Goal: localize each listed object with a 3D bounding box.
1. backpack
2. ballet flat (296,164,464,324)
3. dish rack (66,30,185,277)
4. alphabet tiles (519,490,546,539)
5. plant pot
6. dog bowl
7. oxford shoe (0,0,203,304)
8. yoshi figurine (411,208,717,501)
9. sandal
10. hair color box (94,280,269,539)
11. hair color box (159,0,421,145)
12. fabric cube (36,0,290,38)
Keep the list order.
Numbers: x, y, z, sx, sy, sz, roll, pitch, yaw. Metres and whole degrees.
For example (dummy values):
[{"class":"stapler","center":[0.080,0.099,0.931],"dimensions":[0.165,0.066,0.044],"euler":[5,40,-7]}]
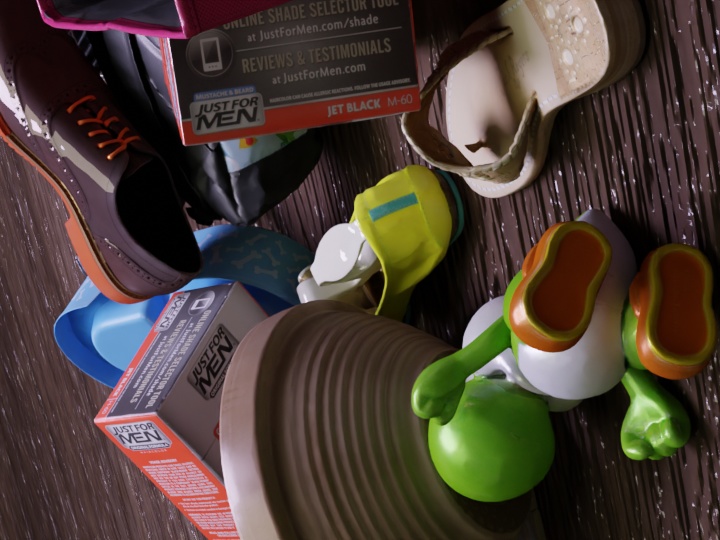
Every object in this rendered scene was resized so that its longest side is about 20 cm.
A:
[{"class":"backpack","center":[-0.096,-0.148,1.079],"dimensions":[0.201,0.153,0.163],"euler":[54,171,-24]},{"class":"ballet flat","center":[0.000,0.000,1.060],"dimensions":[0.067,0.066,0.200],"euler":[64,159,15]},{"class":"dish rack","center":[-0.153,-0.111,1.199],"dimensions":[0.054,0.154,0.201],"euler":[2,137,21]},{"class":"alphabet tiles","center":[0.056,0.131,1.128],"dimensions":[0.200,0.007,0.169],"euler":[21,128,63]},{"class":"plant pot","center":[0.025,0.102,0.982],"dimensions":[0.092,0.200,0.203],"euler":[-24,87,30]},{"class":"dog bowl","center":[-0.100,0.026,1.173],"dimensions":[0.199,0.050,0.111],"euler":[-14,137,38]},{"class":"oxford shoe","center":[-0.147,-0.077,1.057],"dimensions":[0.072,0.071,0.201],"euler":[-10,116,50]},{"class":"yoshi figurine","center":[0.083,0.053,0.861],"dimensions":[0.113,0.111,0.200],"euler":[58,160,7]},{"class":"sandal","center":[0.052,-0.078,0.858],"dimensions":[0.078,0.069,0.212],"euler":[66,159,7]},{"class":"hair color box","center":[-0.053,0.112,1.110],"dimensions":[0.061,0.102,0.200],"euler":[-9,130,44]},{"class":"hair color box","center":[-0.041,-0.112,0.912],"dimensions":[0.200,0.110,0.065],"euler":[-120,21,-76]},{"class":"fabric cube","center":[-0.043,-0.221,0.780],"dimensions":[0.200,0.198,0.198],"euler":[18,127,63]}]
